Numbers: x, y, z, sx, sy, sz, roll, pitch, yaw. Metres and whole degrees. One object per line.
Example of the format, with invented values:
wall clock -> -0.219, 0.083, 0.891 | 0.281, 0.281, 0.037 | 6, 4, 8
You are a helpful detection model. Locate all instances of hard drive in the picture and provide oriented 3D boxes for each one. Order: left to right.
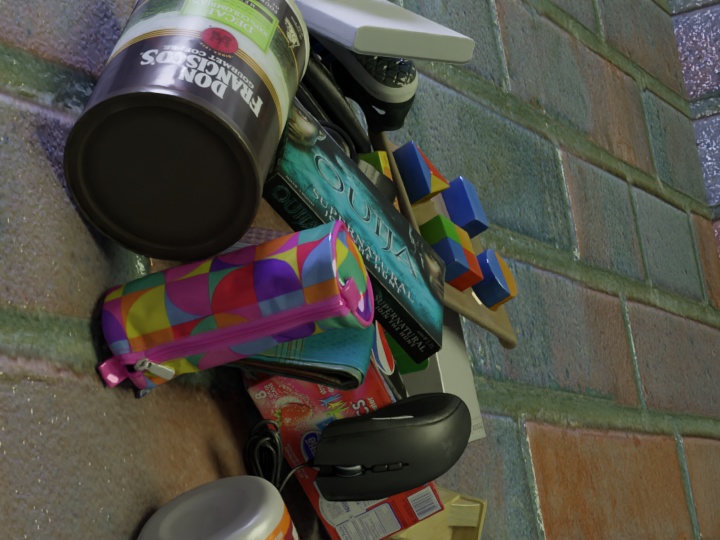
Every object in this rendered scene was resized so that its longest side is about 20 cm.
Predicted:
hard drive -> -0.011, -0.225, 1.838 | 0.132, 0.200, 0.027 | 1, 110, -39

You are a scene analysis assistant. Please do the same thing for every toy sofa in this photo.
toy sofa -> 0.035, 0.252, 1.880 | 0.200, 0.097, 0.083 | -18, 119, -69

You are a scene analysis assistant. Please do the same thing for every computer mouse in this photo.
computer mouse -> 0.005, 0.177, 1.676 | 0.046, 0.199, 0.141 | -139, -134, -58

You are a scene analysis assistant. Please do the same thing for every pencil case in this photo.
pencil case -> -0.091, 0.029, 1.520 | 0.088, 0.199, 0.089 | -19, 90, -77

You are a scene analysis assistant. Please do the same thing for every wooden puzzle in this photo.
wooden puzzle -> 0.088, -0.036, 1.992 | 0.200, 0.046, 0.186 | 37, 29, -54

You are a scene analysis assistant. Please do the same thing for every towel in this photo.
towel -> -0.058, 0.025, 1.660 | 0.200, 0.146, 0.022 | -79, 178, -60

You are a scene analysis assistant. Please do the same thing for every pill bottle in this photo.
pill bottle -> -0.077, 0.259, 1.520 | 0.113, 0.113, 0.200 | -64, 136, -59

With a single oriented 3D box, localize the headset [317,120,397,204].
headset -> -0.053, -0.107, 1.791 | 0.200, 0.123, 0.094 | 27, 76, -34

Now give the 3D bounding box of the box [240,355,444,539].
box -> -0.018, 0.125, 1.736 | 0.200, 0.099, 0.096 | 62, 2, -32

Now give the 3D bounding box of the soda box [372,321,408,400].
soda box -> -0.015, 0.077, 1.845 | 0.063, 0.071, 0.200 | -64, 136, -60

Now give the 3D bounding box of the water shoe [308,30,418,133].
water shoe -> -0.021, -0.206, 1.965 | 0.200, 0.071, 0.079 | 53, -34, 35

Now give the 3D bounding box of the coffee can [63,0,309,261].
coffee can -> -0.127, -0.124, 1.577 | 0.200, 0.146, 0.147 | -75, 145, -52

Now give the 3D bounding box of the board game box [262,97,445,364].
board game box -> -0.004, -0.034, 1.669 | 0.200, 0.028, 0.135 | 47, 23, -22

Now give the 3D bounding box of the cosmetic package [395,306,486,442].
cosmetic package -> 0.051, 0.076, 1.999 | 0.113, 0.081, 0.201 | -10, 85, -72

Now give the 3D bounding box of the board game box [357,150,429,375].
board game box -> 0.000, 0.000, 1.895 | 0.030, 0.095, 0.201 | -8, 85, -70

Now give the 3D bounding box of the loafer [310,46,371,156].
loafer -> -0.042, -0.160, 1.913 | 0.201, 0.068, 0.071 | 49, 53, -44

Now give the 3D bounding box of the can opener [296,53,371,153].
can opener -> -0.055, -0.164, 1.818 | 0.200, 0.078, 0.064 | 44, 61, -31
